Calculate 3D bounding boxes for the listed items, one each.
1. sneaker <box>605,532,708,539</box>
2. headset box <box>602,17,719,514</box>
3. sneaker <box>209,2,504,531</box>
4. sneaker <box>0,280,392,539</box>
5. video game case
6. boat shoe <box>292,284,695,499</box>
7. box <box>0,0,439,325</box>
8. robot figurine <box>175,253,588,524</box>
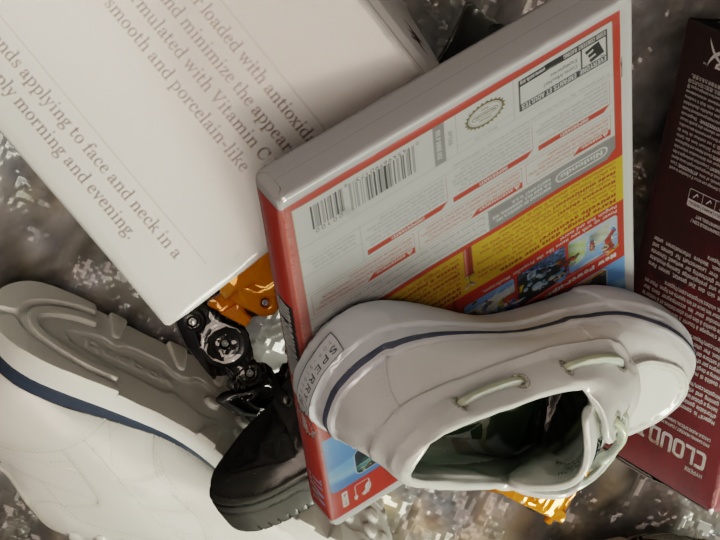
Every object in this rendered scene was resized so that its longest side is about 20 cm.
[{"bbox_3d":[0.138,0.206,1.240,0.082,0.078,0.201,-13,109,-5],"label":"sneaker"},{"bbox_3d":[0.185,0.006,1.155,0.148,0.075,0.201,-1,110,-36],"label":"headset box"},{"bbox_3d":[0.001,0.001,1.102,0.200,0.060,0.104,-39,113,1],"label":"sneaker"},{"bbox_3d":[-0.079,0.082,1.180,0.199,0.076,0.081,30,113,-12],"label":"sneaker"},{"bbox_3d":[0.036,-0.003,1.023,0.143,0.017,0.200,-31,146,-16],"label":"video game case"},{"bbox_3d":[0.061,0.053,1.037,0.199,0.067,0.074,-3,132,-45],"label":"boat shoe"},{"bbox_3d":[-0.085,-0.120,1.038,0.130,0.200,0.199,-37,109,7],"label":"box"},{"bbox_3d":[0.022,0.014,1.171,0.199,0.058,0.145,30,101,-17],"label":"robot figurine"}]
